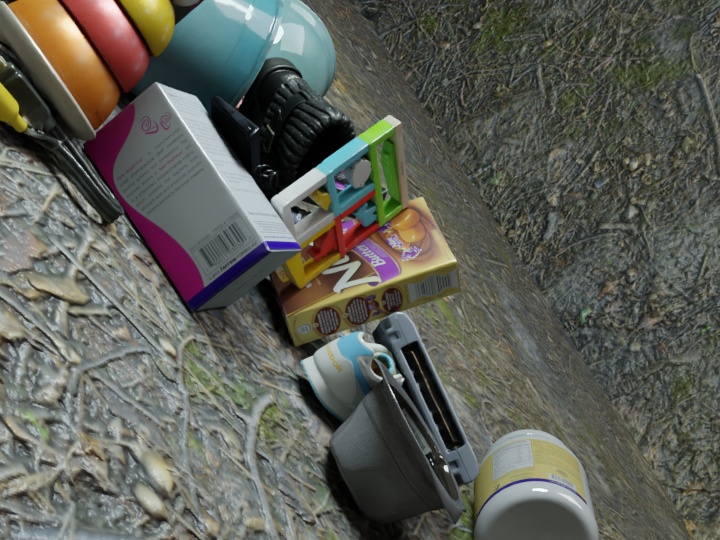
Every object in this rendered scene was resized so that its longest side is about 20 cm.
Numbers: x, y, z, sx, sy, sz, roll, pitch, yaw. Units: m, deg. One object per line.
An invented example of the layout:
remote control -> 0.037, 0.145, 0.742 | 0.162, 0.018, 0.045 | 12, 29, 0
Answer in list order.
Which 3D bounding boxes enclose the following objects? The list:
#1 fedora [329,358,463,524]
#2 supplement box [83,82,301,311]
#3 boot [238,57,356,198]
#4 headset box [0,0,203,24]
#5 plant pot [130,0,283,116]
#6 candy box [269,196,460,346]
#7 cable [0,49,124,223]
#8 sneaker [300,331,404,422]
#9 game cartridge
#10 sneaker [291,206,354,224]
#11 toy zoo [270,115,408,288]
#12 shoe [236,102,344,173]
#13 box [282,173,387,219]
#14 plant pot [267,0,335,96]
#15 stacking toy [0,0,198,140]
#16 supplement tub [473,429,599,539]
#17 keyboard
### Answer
fedora -> 0.026, 0.186, 1.140 | 0.177, 0.090, 0.200 | 62, 4, 23
supplement box -> -0.164, -0.072, 1.126 | 0.200, 0.101, 0.103 | 56, 13, 8
boot -> -0.087, -0.117, 1.282 | 0.079, 0.212, 0.158 | -7, 40, -32
headset box -> -0.259, -0.284, 1.125 | 0.149, 0.200, 0.075 | 42, 17, -41
plant pot -> -0.221, -0.283, 1.308 | 0.188, 0.200, 0.200 | 29, 23, -25
candy box -> 0.000, 0.000, 1.292 | 0.057, 0.199, 0.117 | 76, -7, -46
cable -> -0.288, -0.119, 1.009 | 0.097, 0.050, 0.200 | 43, -13, 54
sneaker -> 0.015, 0.134, 1.258 | 0.200, 0.081, 0.077 | 45, 14, -54
game cartridge -> 0.072, 0.148, 1.296 | 0.133, 0.041, 0.201 | 100, -34, -81
sneaker -> -0.051, -0.052, 1.443 | 0.200, 0.108, 0.070 | 47, 14, -25
toy zoo -> -0.029, -0.065, 1.229 | 0.020, 0.200, 0.131 | 37, -27, 32
shoe -> -0.100, -0.168, 1.413 | 0.199, 0.072, 0.091 | 11, 16, -22
box -> -0.071, -0.115, 1.473 | 0.199, 0.036, 0.143 | 18, 12, 7
plant pot -> -0.145, -0.253, 1.511 | 0.200, 0.200, 0.134 | 47, 38, -25
stacking toy -> -0.223, -0.228, 1.061 | 0.146, 0.200, 0.146 | 52, -10, 13
supplement tub -> 0.209, 0.288, 1.391 | 0.146, 0.145, 0.200 | 51, 13, -8
keyboard -> -0.113, -0.092, 1.217 | 0.104, 0.040, 0.200 | 45, -28, 28
